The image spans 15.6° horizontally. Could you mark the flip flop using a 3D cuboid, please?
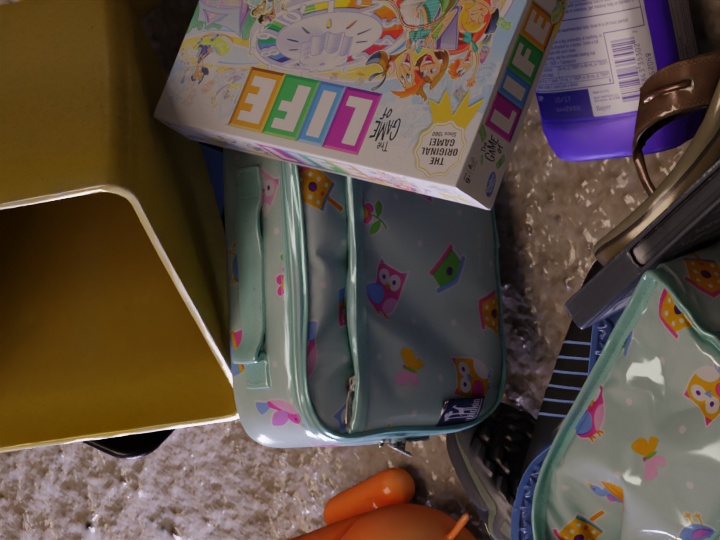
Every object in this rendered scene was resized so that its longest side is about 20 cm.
[{"bbox_3d":[0.167,-0.088,1.245,0.058,0.081,0.200,36,112,17],"label":"flip flop"}]

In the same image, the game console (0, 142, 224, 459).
[{"bbox_3d":[-0.154,-0.012,1.500,0.200,0.116,0.176,22,104,25],"label":"game console"}]

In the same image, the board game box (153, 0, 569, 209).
[{"bbox_3d":[0.001,-0.114,1.299,0.200,0.034,0.135,14,80,38],"label":"board game box"}]

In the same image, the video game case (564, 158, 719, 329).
[{"bbox_3d":[0.195,-0.049,1.211,0.019,0.143,0.200,55,136,12],"label":"video game case"}]

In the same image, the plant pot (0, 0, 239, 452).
[{"bbox_3d":[-0.175,-0.035,1.409,0.200,0.177,0.200,-9,140,14],"label":"plant pot"}]

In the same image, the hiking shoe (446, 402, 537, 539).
[{"bbox_3d":[0.095,0.169,1.458,0.101,0.076,0.200,-39,80,43],"label":"hiking shoe"}]

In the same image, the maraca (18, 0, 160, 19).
[{"bbox_3d":[-0.157,-0.182,1.510,0.137,0.107,0.200,27,100,59],"label":"maraca"}]

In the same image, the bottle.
[{"bbox_3d":[0.114,-0.156,1.301,0.083,0.065,0.200,-6,104,34],"label":"bottle"}]

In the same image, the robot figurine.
[{"bbox_3d":[0.001,0.203,1.537,0.200,0.144,0.117,-26,106,47],"label":"robot figurine"}]

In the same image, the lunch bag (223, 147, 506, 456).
[{"bbox_3d":[0.000,0.000,1.396,0.077,0.160,0.200,-6,87,44],"label":"lunch bag"}]

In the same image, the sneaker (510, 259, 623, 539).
[{"bbox_3d":[0.131,0.065,1.366,0.070,0.078,0.200,20,117,2],"label":"sneaker"}]

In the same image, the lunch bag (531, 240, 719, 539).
[{"bbox_3d":[0.180,0.083,1.262,0.122,0.170,0.200,40,127,26],"label":"lunch bag"}]
